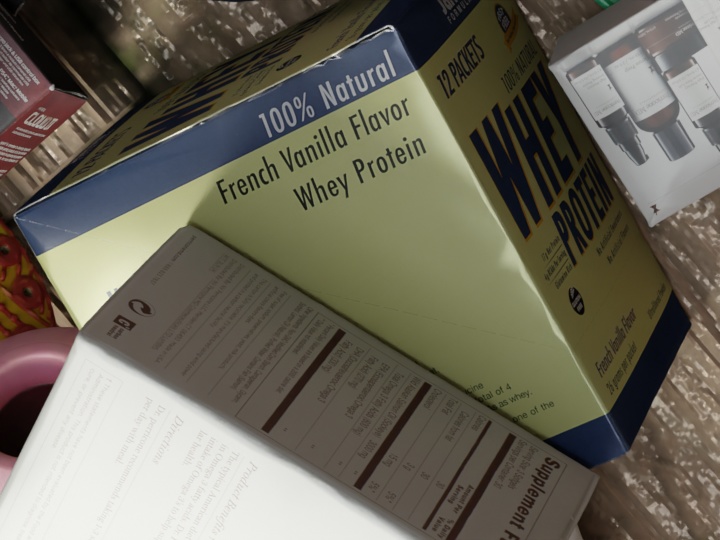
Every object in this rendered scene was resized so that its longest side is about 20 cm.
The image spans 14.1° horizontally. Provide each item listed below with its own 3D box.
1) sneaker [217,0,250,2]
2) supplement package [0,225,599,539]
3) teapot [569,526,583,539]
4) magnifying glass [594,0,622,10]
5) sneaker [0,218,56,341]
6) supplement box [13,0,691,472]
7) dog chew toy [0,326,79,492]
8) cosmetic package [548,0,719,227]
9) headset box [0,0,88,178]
[{"bbox_3d":[-0.027,-0.149,1.197,0.199,0.082,0.071,-9,95,41],"label":"sneaker"},{"bbox_3d":[-0.027,0.095,1.150,0.199,0.117,0.117,32,118,4],"label":"supplement package"},{"bbox_3d":[0.010,0.190,1.284,0.197,0.200,0.146,-16,115,38],"label":"teapot"},{"bbox_3d":[0.139,-0.101,1.221,0.079,0.022,0.201,-21,102,24],"label":"magnifying glass"},{"bbox_3d":[-0.226,-0.011,1.364,0.200,0.073,0.077,36,138,8],"label":"sneaker"},{"bbox_3d":[0.000,0.000,1.243,0.199,0.134,0.200,-25,103,25],"label":"supplement box"},{"bbox_3d":[-0.126,0.115,1.329,0.124,0.125,0.200,9,147,15],"label":"dog chew toy"},{"bbox_3d":[0.181,-0.104,1.171,0.200,0.051,0.083,-31,103,18],"label":"cosmetic package"},{"bbox_3d":[-0.229,-0.082,1.280,0.200,0.075,0.149,-40,85,5],"label":"headset box"}]
